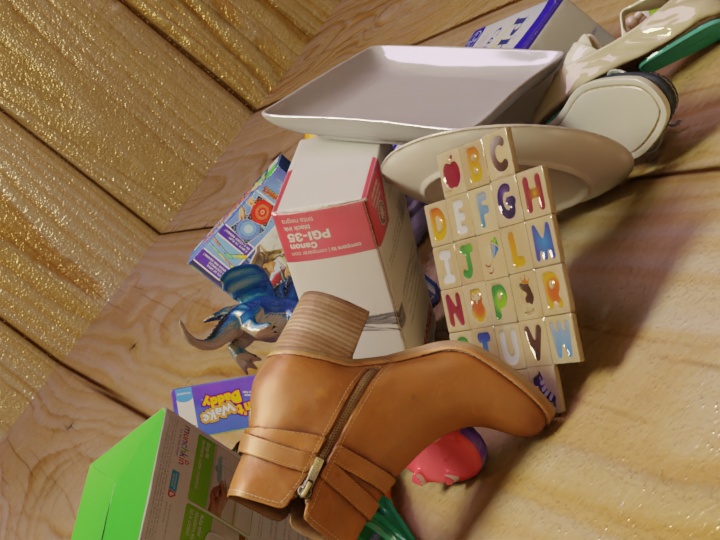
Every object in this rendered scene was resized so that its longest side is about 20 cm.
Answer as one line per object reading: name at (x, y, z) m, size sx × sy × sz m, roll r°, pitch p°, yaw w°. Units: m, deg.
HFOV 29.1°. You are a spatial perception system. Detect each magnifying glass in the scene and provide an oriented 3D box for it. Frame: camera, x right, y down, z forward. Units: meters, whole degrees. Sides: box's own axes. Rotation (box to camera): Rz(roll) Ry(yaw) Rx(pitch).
magnifying glass at (0.009, 0.176, 1.020) m, size 0.022 × 0.080 × 0.200 m, roll -57°, pitch 3°, yaw 10°

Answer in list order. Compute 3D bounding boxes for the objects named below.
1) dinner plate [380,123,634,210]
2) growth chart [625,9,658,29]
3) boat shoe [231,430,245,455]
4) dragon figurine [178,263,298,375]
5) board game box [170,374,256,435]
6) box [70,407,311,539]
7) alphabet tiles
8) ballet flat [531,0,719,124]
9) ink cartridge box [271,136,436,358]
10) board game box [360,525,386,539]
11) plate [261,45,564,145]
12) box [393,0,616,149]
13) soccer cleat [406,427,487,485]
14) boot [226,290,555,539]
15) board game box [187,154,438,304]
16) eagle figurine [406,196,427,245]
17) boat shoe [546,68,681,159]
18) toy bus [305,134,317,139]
dinner plate at (0.116, -0.072, 1.102) m, size 0.200 × 0.200 × 0.024 m, roll -27°, pitch 59°, yaw 57°
growth chart at (0.314, -0.264, 1.268) m, size 0.145 × 0.018 × 0.200 m, roll -50°, pitch 14°, yaw 4°
boat shoe at (-0.094, 0.176, 1.274) m, size 0.069 × 0.057 × 0.200 m, roll -51°, pitch 3°, yaw -33°
dragon figurine at (-0.098, 0.035, 1.219) m, size 0.099 × 0.200 × 0.059 m, roll 49°, pitch 129°, yaw 35°
board game box at (-0.101, 0.120, 1.272) m, size 0.134 × 0.045 × 0.200 m, roll -9°, pitch -4°, yaw -6°
box at (-0.106, 0.227, 0.948) m, size 0.097 × 0.176 × 0.200 m, roll -36°, pitch 31°, yaw 30°
alphabet tiles at (0.098, 0.005, 0.992) m, size 0.006 × 0.200 × 0.166 m, roll -10°, pitch -2°, yaw -26°
ballet flat at (0.224, -0.186, 1.191) m, size 0.200 × 0.069 × 0.069 m, roll -30°, pitch 21°, yaw 19°
ink cartridge box at (0.000, 0.000, 1.178) m, size 0.083 × 0.200 × 0.147 m, roll -9°, pitch 28°, yaw 13°
board game box at (-0.048, 0.227, 1.130) m, size 0.135 × 0.029 × 0.200 m, roll -50°, pitch 15°, yaw -2°
plate at (0.050, -0.149, 1.189) m, size 0.199 × 0.032 × 0.200 m, roll 7°, pitch 29°, yaw 30°
box at (0.139, -0.151, 1.342) m, size 0.184 × 0.105 × 0.200 m, roll -55°, pitch 16°, yaw -12°
soccer cleat at (0.030, 0.113, 1.056) m, size 0.076 × 0.067 × 0.200 m, roll -38°, pitch 23°, yaw -32°
boot at (0.020, 0.115, 0.925) m, size 0.077 × 0.200 × 0.155 m, roll 128°, pitch 164°, yaw -65°
board game box at (-0.044, 0.004, 1.317) m, size 0.135 × 0.200 × 0.034 m, roll -45°, pitch 15°, yaw 20°
eagle figurine at (-0.018, -0.021, 1.515) m, size 0.200 × 0.151 × 0.152 m, roll -26°, pitch 47°, yaw -27°
boat shoe at (0.206, -0.119, 1.124) m, size 0.062 × 0.075 × 0.200 m, roll -33°, pitch -6°, yaw -20°
toy bus at (-0.012, -0.058, 1.414) m, size 0.065 × 0.078 × 0.200 m, roll 38°, pitch -131°, yaw -71°
